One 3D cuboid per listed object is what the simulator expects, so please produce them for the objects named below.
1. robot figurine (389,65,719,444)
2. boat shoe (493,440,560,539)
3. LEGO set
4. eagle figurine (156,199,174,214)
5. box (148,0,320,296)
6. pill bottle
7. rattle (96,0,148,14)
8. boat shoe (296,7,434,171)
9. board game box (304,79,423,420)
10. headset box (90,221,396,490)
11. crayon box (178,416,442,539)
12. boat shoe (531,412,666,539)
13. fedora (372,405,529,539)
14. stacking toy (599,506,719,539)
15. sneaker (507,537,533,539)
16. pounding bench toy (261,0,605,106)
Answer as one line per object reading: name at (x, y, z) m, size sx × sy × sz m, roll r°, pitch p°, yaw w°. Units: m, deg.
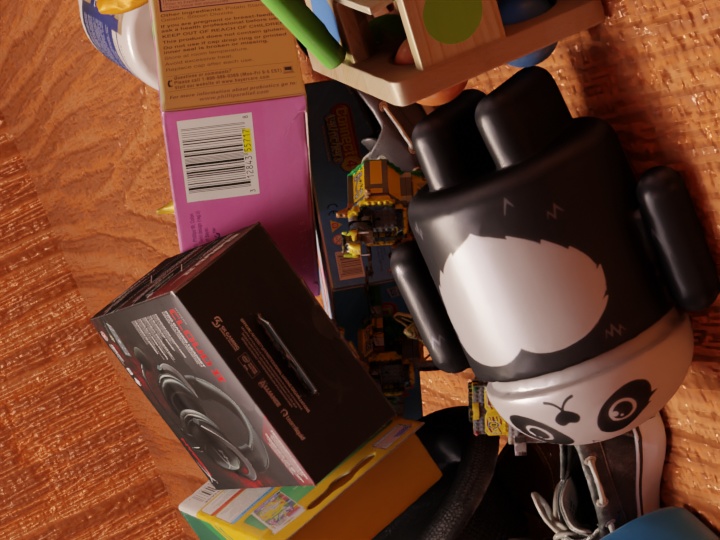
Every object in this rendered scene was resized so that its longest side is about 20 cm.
robot figurine at (0.100, -0.004, 1.045) m, size 0.201 × 0.124 × 0.150 m, roll 66°, pitch 163°, yaw -11°
boat shoe at (0.115, 0.164, 1.357) m, size 0.072 × 0.067 × 0.200 m, roll 58°, pitch 163°, yaw 26°
LEGO set at (0.057, 0.030, 1.186) m, size 0.116 × 0.153 × 0.201 m, roll -91°, pitch 6°, yaw -48°
eagle figurine at (-0.103, -0.071, 1.680) m, size 0.200 × 0.150 × 0.152 m, roll 19°, pitch -94°, yaw -72°
box at (-0.091, -0.106, 1.366) m, size 0.200 × 0.096 × 0.176 m, roll -101°, pitch 6°, yaw -48°
pill bottle at (-0.176, -0.221, 1.661) m, size 0.200 × 0.111 × 0.111 m, roll 35°, pitch 146°, yaw 61°
rattle at (-0.146, -0.300, 1.411) m, size 0.200 × 0.142 × 0.131 m, roll 80°, pitch 178°, yaw -59°
boat shoe at (0.020, -0.086, 1.304) m, size 0.201 × 0.063 × 0.073 m, roll 64°, pitch 162°, yaw 0°
board game box at (0.000, 0.000, 1.399) m, size 0.196 × 0.056 × 0.201 m, roll 84°, pitch 176°, yaw -49°
headset box at (-0.075, 0.059, 1.231) m, size 0.149 × 0.077 × 0.200 m, roll 54°, pitch 158°, yaw -10°
crayon box at (-0.031, 0.148, 1.283) m, size 0.052 × 0.126 × 0.200 m, roll 56°, pitch 162°, yaw -13°
boat shoe at (0.150, 0.150, 1.220) m, size 0.074 × 0.068 × 0.200 m, roll 55°, pitch 162°, yaw 34°
fedora at (0.044, 0.187, 1.310) m, size 0.092 × 0.201 × 0.200 m, roll 40°, pitch 172°, yaw -19°
stacking toy at (0.200, 0.255, 1.187) m, size 0.110 × 0.116 × 0.200 m, roll 49°, pitch 169°, yaw 53°
sneaker at (0.158, 0.247, 1.259) m, size 0.075 × 0.106 × 0.201 m, roll 2°, pitch 116°, yaw 64°
pounding bench toy at (0.001, -0.159, 1.006) m, size 0.124 × 0.199 × 0.157 m, roll 33°, pitch 144°, yaw 62°
